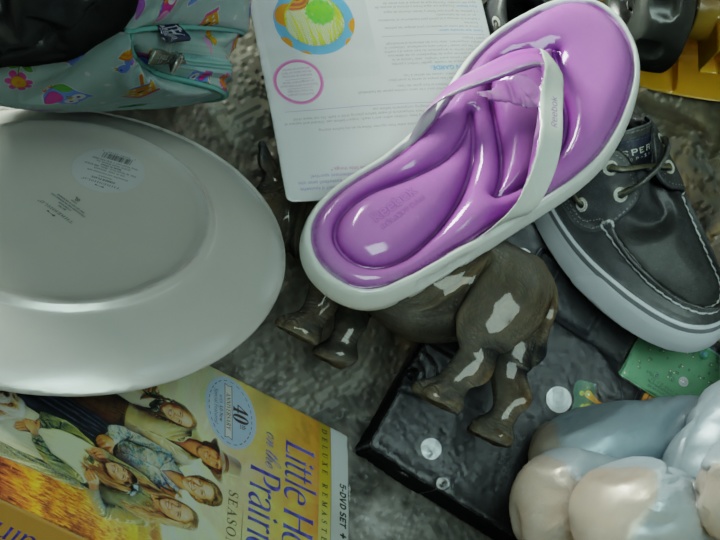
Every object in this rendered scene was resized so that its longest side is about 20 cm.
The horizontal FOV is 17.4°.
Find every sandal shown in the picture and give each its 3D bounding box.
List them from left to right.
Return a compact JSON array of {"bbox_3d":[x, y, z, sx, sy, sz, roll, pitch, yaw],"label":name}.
[{"bbox_3d":[0.058,-0.056,1.051,0.082,0.050,0.203,39,66,13],"label":"sandal"}]

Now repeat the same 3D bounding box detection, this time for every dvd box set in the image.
[{"bbox_3d":[-0.094,0.086,1.019,0.200,0.029,0.146,29,33,-20],"label":"dvd box set"}]

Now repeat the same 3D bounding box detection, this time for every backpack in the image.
[{"bbox_3d":[-0.129,-0.131,1.030,0.167,0.200,0.127,11,95,21],"label":"backpack"}]

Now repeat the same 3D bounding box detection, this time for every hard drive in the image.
[{"bbox_3d":[0.115,0.080,1.134,0.200,0.038,0.140,31,74,-6],"label":"hard drive"}]

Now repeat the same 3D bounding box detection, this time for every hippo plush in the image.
[{"bbox_3d":[0.165,0.135,1.067,0.200,0.159,0.161,-40,115,-58],"label":"hippo plush"}]

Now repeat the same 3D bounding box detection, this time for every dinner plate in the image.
[{"bbox_3d":[-0.131,-0.019,1.031,0.200,0.024,0.200,7,38,-5],"label":"dinner plate"}]

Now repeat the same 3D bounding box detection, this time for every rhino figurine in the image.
[{"bbox_3d":[0.000,0.000,1.089,0.200,0.060,0.087,26,80,18],"label":"rhino figurine"}]

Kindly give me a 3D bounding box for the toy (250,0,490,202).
[{"bbox_3d":[0.000,-0.119,1.123,0.115,0.047,0.200,-5,69,-16],"label":"toy"}]

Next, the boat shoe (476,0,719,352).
[{"bbox_3d":[0.116,-0.054,1.118,0.070,0.066,0.200,-20,69,-31],"label":"boat shoe"}]

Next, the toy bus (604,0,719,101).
[{"bbox_3d":[0.204,-0.194,1.128,0.136,0.200,0.192,8,71,-14],"label":"toy bus"}]
